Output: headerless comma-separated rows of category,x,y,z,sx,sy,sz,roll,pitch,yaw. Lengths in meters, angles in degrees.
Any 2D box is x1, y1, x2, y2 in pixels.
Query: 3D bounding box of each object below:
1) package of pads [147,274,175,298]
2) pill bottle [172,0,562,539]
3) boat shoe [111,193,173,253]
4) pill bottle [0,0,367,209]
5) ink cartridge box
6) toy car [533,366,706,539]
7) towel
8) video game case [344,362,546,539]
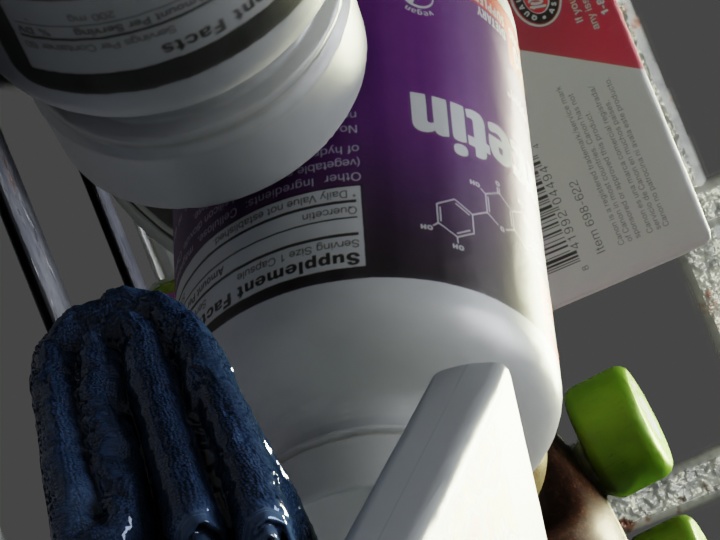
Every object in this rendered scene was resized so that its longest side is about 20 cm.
package of pads,0.001,0.099,0.953,0.155,0.068,0.201,58,9,-57
pill bottle,0.000,0.000,0.862,0.113,0.112,0.201,67,14,-52
boat shoe,-0.082,-0.091,0.986,0.201,0.070,0.064,61,-1,10
pill bottle,-0.067,-0.115,0.766,0.200,0.113,0.114,67,1,-51
ink cartridge box,0.013,-0.039,1.115,0.083,0.199,0.146,171,-103,-88
toy car,0.041,0.099,1.205,0.200,0.164,0.158,50,15,-55
towel,-0.017,0.104,0.670,0.112,0.048,0.201,-112,180,-58
video game case,0.026,0.139,0.635,0.200,0.023,0.183,-56,134,-67
